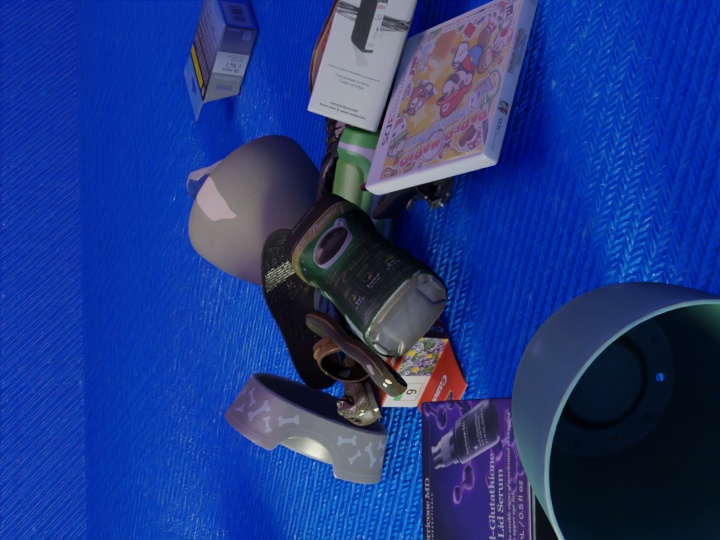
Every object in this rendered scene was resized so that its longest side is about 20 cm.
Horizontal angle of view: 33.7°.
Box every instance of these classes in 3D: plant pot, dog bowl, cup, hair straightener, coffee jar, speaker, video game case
[{"bbox_3d":[0.193,0.099,0.818,0.161,0.198,0.203,-134,50,-73],"label":"plant pot"},{"bbox_3d":[-0.057,0.180,1.391,0.059,0.198,0.200,-67,26,3],"label":"dog bowl"},{"bbox_3d":[-0.106,-0.054,1.567,0.143,0.199,0.202,42,129,30],"label":"cup"},{"bbox_3d":[0.081,-0.103,1.244,0.199,0.041,0.078,-34,69,37],"label":"hair straightener"},{"bbox_3d":[0.000,0.000,1.285,0.104,0.085,0.200,-49,45,2],"label":"coffee jar"},{"bbox_3d":[0.002,-0.065,1.410,0.088,0.087,0.203,-147,62,-63],"label":"speaker"},{"bbox_3d":[0.088,-0.176,1.195,0.199,0.023,0.184,-10,61,56],"label":"video game case"}]

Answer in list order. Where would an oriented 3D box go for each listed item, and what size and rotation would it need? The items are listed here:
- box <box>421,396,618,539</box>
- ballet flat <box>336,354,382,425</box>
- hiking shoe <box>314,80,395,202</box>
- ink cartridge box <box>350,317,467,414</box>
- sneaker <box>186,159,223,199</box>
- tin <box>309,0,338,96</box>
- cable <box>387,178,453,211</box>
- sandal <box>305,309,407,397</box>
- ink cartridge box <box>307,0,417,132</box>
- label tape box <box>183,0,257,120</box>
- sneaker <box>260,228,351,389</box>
[{"bbox_3d":[0.139,0.185,1.032,0.200,0.103,0.150,161,110,-65],"label":"box"},{"bbox_3d":[-0.008,0.138,1.386,0.200,0.046,0.068,-113,2,-79],"label":"ballet flat"},{"bbox_3d":[-0.009,-0.163,1.483,0.101,0.075,0.202,-120,48,-65],"label":"hiking shoe"},{"bbox_3d":[0.050,0.090,1.319,0.201,0.050,0.110,-112,34,-45],"label":"ink cartridge box"},{"bbox_3d":[-0.250,-0.112,2.012,0.199,0.076,0.113,-14,65,59],"label":"sneaker"},{"bbox_3d":[-0.018,-0.292,1.547,0.201,0.041,0.113,121,141,-47],"label":"tin"},{"bbox_3d":[0.082,-0.155,1.279,0.097,0.050,0.202,60,140,44],"label":"cable"},{"bbox_3d":[-0.015,0.098,1.303,0.055,0.082,0.200,-51,35,-2],"label":"sandal"},{"bbox_3d":[0.011,-0.267,1.326,0.144,0.083,0.202,-78,6,-80],"label":"ink cartridge box"},{"bbox_3d":[-0.243,-0.378,2.050,0.145,0.063,0.201,-109,32,-41],"label":"label tape box"},{"bbox_3d":[-0.064,0.040,1.496,0.121,0.083,0.202,-51,-55,-79],"label":"sneaker"}]
